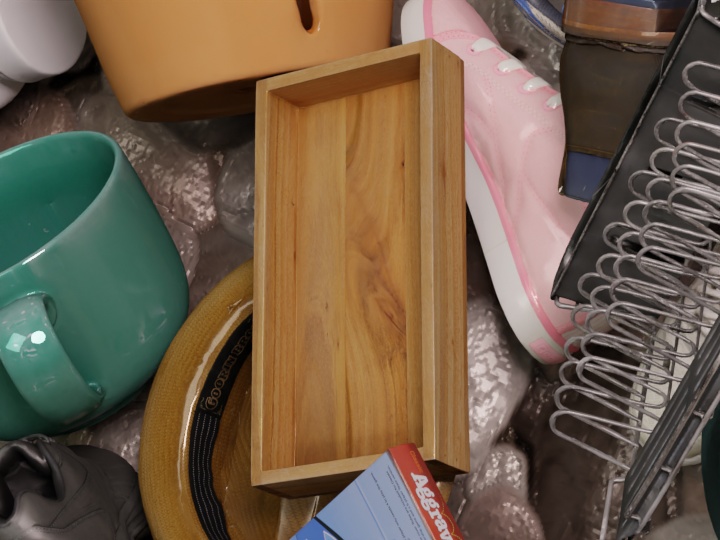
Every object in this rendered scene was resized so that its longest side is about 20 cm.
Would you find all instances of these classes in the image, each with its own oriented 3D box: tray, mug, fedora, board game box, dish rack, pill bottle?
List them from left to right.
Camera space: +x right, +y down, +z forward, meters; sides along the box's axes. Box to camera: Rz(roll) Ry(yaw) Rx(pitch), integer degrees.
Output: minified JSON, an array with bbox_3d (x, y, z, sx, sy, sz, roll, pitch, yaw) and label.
[{"bbox_3d":[-0.259,-0.133,1.404,0.200,0.109,0.109,-10,71,31],"label":"pill bottle"},{"bbox_3d":[-0.171,0.026,1.263,0.152,0.115,0.185,-10,32,29],"label":"mug"},{"bbox_3d":[-0.015,0.084,1.192,0.200,0.082,0.201,-12,67,31],"label":"fedora"},{"bbox_3d":[0.000,0.000,1.137,0.098,0.037,0.200,-11,69,30],"label":"tray"},{"bbox_3d":[0.034,0.186,1.058,0.103,0.019,0.200,-45,64,40],"label":"board game box"},{"bbox_3d":[0.117,0.002,0.934,0.200,0.054,0.154,-73,5,-55],"label":"dish rack"}]

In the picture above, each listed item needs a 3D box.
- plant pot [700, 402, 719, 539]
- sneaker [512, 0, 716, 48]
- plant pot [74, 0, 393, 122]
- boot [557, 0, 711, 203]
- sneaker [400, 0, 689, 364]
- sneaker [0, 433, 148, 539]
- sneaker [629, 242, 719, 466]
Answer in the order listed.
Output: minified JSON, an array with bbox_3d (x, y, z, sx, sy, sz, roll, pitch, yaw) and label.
[{"bbox_3d":[0.217,0.071,0.940,0.200,0.188,0.201,-1,88,19],"label":"plant pot"},{"bbox_3d":[0.136,-0.113,1.146,0.200,0.085,0.077,29,93,36],"label":"sneaker"},{"bbox_3d":[-0.065,-0.156,1.241,0.200,0.200,0.140,-12,86,31],"label":"plant pot"},{"bbox_3d":[0.166,-0.059,1.043,0.200,0.075,0.097,20,108,41],"label":"boot"},{"bbox_3d":[0.095,-0.064,1.168,0.105,0.075,0.201,-30,65,22],"label":"sneaker"},{"bbox_3d":[-0.151,0.115,1.226,0.076,0.091,0.200,-38,15,-1],"label":"sneaker"},{"bbox_3d":[0.180,-0.002,1.088,0.075,0.081,0.200,43,103,33],"label":"sneaker"}]
